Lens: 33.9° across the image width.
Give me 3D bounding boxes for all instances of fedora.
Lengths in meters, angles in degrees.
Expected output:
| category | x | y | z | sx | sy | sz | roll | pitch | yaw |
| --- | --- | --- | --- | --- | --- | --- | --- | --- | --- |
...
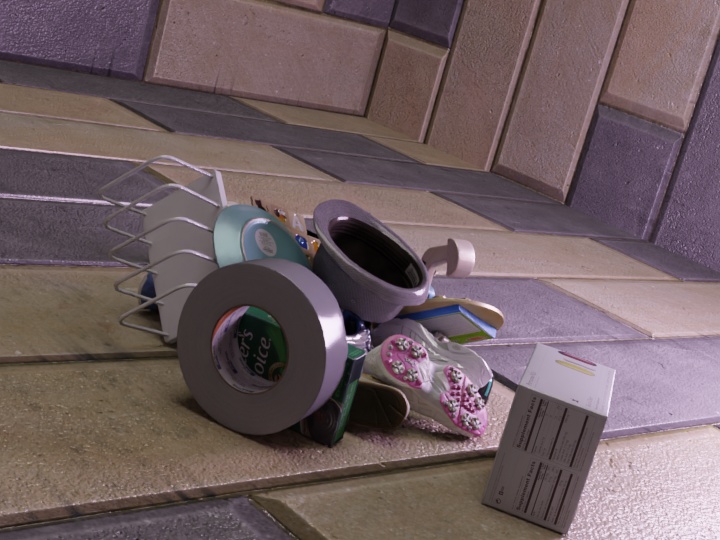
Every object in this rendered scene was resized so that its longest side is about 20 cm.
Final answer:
| category | x | y | z | sx | sy | sz | roll | pitch | yaw |
| --- | --- | --- | --- | --- | --- | --- | --- | --- | --- |
| fedora | 0.000 | 0.000 | 1.662 | 0.199 | 0.091 | 0.177 | 38 | 28 | 6 |

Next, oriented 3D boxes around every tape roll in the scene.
| category | x | y | z | sx | sy | sz | roll | pitch | yaw |
| --- | --- | --- | --- | --- | --- | --- | --- | --- | --- |
| tape roll | -0.116 | 0.087 | 1.393 | 0.198 | 0.203 | 0.066 | 21 | 15 | 19 |

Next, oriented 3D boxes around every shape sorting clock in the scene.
| category | x | y | z | sx | sy | sz | roll | pitch | yaw |
| --- | --- | --- | --- | --- | --- | --- | --- | --- | --- |
| shape sorting clock | 0.115 | 0.075 | 1.765 | 0.197 | 0.040 | 0.201 | 1 | -25 | 1 |

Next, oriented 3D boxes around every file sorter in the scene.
| category | x | y | z | sx | sy | sz | roll | pitch | yaw |
| --- | --- | --- | --- | --- | --- | --- | --- | --- | --- |
| file sorter | -0.254 | -0.031 | 1.561 | 0.124 | 0.138 | 0.202 | 24 | 46 | -56 |

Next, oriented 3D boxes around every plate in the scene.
| category | x | y | z | sx | sy | sz | roll | pitch | yaw |
| --- | --- | --- | --- | --- | --- | --- | --- | --- | --- |
| plate | -0.117 | -0.006 | 1.587 | 0.199 | 0.025 | 0.202 | 35 | 38 | -33 |

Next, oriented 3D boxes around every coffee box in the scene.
| category | x | y | z | sx | sy | sz | roll | pitch | yaw |
| --- | --- | --- | --- | --- | --- | --- | --- | --- | --- |
| coffee box | -0.099 | 0.122 | 1.452 | 0.198 | 0.124 | 0.044 | 23 | 19 | 20 |

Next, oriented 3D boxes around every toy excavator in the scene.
| category | x | y | z | sx | sy | sz | roll | pitch | yaw |
| --- | --- | --- | --- | --- | --- | --- | --- | --- | --- |
| toy excavator | 0.086 | 0.023 | 1.857 | 0.099 | 0.202 | 0.194 | 5 | 18 | -35 |

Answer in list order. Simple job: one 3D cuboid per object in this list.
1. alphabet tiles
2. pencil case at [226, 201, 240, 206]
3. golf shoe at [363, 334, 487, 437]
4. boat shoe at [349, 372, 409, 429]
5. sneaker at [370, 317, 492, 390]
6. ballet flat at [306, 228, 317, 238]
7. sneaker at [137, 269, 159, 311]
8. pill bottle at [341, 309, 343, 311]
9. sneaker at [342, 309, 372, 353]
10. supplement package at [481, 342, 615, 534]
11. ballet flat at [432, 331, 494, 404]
| category | x | y | z | sx | sy | sz | roll | pitch | yaw |
| --- | --- | --- | --- | --- | --- | --- | --- | --- | --- |
| alphabet tiles | -0.102 | -0.008 | 1.649 | 0.165 | 0.006 | 0.202 | 20 | 47 | -40 |
| pencil case | -0.173 | 0.002 | 1.625 | 0.077 | 0.090 | 0.202 | -10 | 66 | -23 |
| golf shoe | 0.084 | 0.159 | 1.570 | 0.199 | 0.076 | 0.091 | 39 | -39 | -21 |
| boat shoe | -0.031 | 0.157 | 1.515 | 0.198 | 0.075 | 0.066 | 19 | -1 | 14 |
| sneaker | 0.081 | 0.135 | 1.661 | 0.199 | 0.100 | 0.078 | 20 | -28 | 38 |
| ballet flat | -0.066 | -0.047 | 1.930 | 0.198 | 0.057 | 0.067 | 18 | 18 | -2 |
| sneaker | -0.223 | 0.038 | 1.736 | 0.114 | 0.081 | 0.199 | 27 | 24 | 25 |
| pill bottle | -0.075 | 0.035 | 1.810 | 0.112 | 0.115 | 0.200 | 13 | 15 | -13 |
| sneaker | -0.012 | 0.104 | 1.623 | 0.077 | 0.086 | 0.200 | 25 | -2 | 31 |
| supplement package | 0.235 | 0.199 | 1.453 | 0.110 | 0.158 | 0.200 | 18 | 15 | 10 |
| ballet flat | 0.124 | 0.137 | 1.738 | 0.199 | 0.069 | 0.068 | 31 | -4 | 41 |
